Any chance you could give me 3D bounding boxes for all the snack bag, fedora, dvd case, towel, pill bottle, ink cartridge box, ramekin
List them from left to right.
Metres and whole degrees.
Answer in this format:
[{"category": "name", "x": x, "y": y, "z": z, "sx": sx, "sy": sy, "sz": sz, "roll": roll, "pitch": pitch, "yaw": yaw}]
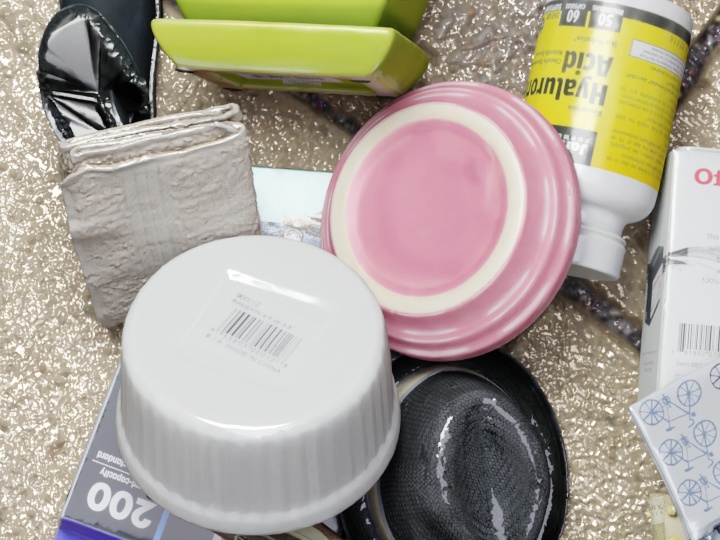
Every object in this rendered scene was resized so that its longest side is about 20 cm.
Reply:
[{"category": "towel", "x": -0.133, "y": -0.033, "z": 1.417, "sx": 0.131, "sy": 0.201, "sz": 0.035, "roll": -13, "pitch": 55, "yaw": -4}, {"category": "ink cartridge box", "x": -0.111, "y": 0.170, "z": 1.489, "sx": 0.197, "sy": 0.043, "sz": 0.201, "roll": 21, "pitch": 85, "yaw": -3}, {"category": "ramekin", "x": -0.071, "y": 0.070, "z": 1.392, "sx": 0.199, "sy": 0.098, "sz": 0.201, "roll": 0, "pitch": 48, "yaw": 0}, {"category": "dvd case", "x": 0.000, "y": 0.000, "z": 1.520, "sx": 0.198, "sy": 0.022, "sz": 0.147, "roll": 5, "pitch": 85, "yaw": -3}, {"category": "fedora", "x": 0.078, "y": 0.151, "z": 1.456, "sx": 0.199, "sy": 0.092, "sz": 0.202, "roll": 0, "pitch": 91, "yaw": -17}, {"category": "pill bottle", "x": 0.169, "y": -0.099, "z": 1.492, "sx": 0.110, "sy": 0.111, "sz": 0.202, "roll": 12, "pitch": 85, "yaw": -2}, {"category": "ink cartridge box", "x": 0.285, "y": 0.019, "z": 1.502, "sx": 0.144, "sy": 0.084, "sz": 0.202, "roll": 5, "pitch": 85, "yaw": -2}, {"category": "snack bag", "x": 0.296, "y": 0.146, "z": 1.421, "sx": 0.188, "sy": 0.021, "sz": 0.201, "roll": -24, "pitch": 91, "yaw": -21}]

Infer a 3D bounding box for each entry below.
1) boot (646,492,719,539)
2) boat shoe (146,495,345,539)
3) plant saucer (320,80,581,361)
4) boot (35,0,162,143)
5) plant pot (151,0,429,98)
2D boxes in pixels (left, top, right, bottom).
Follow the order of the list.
[{"category": "boot", "x": 0.207, "y": 0.234, "z": 1.427, "sx": 0.198, "sy": 0.073, "sz": 0.157, "roll": -9, "pitch": 86, "yaw": -11}, {"category": "boat shoe", "x": -0.063, "y": 0.195, "z": 1.437, "sx": 0.202, "sy": 0.075, "sz": 0.075, "roll": 38, "pitch": 85, "yaw": 10}, {"category": "plant saucer", "x": 0.055, "y": -0.039, "z": 1.446, "sx": 0.199, "sy": 0.051, "sz": 0.202, "roll": -7, "pitch": 76, "yaw": 26}, {"category": "boot", "x": -0.183, "y": -0.168, "z": 1.449, "sx": 0.076, "sy": 0.168, "sz": 0.202, "roll": -5, "pitch": 85, "yaw": 0}, {"category": "plant pot", "x": -0.042, "y": -0.220, "z": 1.440, "sx": 0.198, "sy": 0.199, "sz": 0.183, "roll": 4, "pitch": 90, "yaw": 9}]
